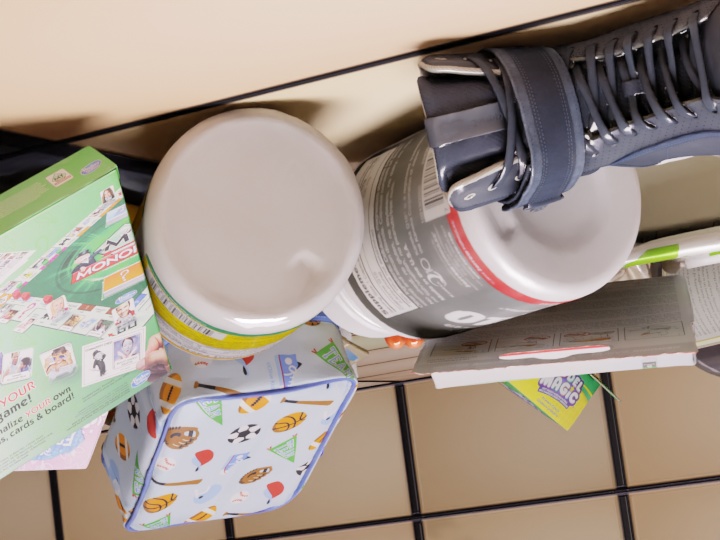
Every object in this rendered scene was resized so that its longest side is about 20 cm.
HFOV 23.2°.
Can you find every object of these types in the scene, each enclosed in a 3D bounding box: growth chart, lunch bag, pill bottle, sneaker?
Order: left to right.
[{"bbox_3d":[-0.090,0.107,1.225,0.159,0.076,0.201,-8,149,-27],"label":"lunch bag"},{"bbox_3d":[-0.069,-0.011,0.951,0.112,0.114,0.200,-6,172,-13],"label":"pill bottle"},{"bbox_3d":[0.053,-0.024,0.971,0.113,0.115,0.200,-4,171,-29],"label":"pill bottle"},{"bbox_3d":[0.108,-0.076,0.780,0.145,0.078,0.202,-8,174,-20],"label":"sneaker"},{"bbox_3d":[0.221,-0.016,1.028,0.143,0.018,0.200,-10,176,23],"label":"growth chart"}]

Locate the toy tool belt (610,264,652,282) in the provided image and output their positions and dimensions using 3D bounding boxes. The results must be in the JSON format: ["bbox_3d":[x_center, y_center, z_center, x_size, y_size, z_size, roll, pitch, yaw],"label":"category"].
[{"bbox_3d":[0.142,0.001,1.249,0.122,0.126,0.200,-17,171,10],"label":"toy tool belt"}]

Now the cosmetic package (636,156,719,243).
[{"bbox_3d":[0.220,-0.061,1.032,0.198,0.074,0.104,-8,174,7],"label":"cosmetic package"}]

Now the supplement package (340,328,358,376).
[{"bbox_3d":[-0.117,0.046,1.338,0.198,0.115,0.109,-3,170,-28],"label":"supplement package"}]

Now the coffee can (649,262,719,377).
[{"bbox_3d":[0.326,-0.005,1.291,0.145,0.148,0.200,-5,172,-24],"label":"coffee can"}]

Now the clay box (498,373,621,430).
[{"bbox_3d":[0.086,0.042,1.242,0.115,0.048,0.200,39,178,-40],"label":"clay box"}]

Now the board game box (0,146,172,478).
[{"bbox_3d":[-0.190,0.044,0.843,0.199,0.136,0.029,-32,-137,-25],"label":"board game box"}]

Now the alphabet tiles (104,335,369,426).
[{"bbox_3d":[-0.091,0.082,1.263,0.166,0.006,0.200,-30,150,18],"label":"alphabet tiles"}]

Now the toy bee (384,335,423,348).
[{"bbox_3d":[0.000,0.000,1.141,0.130,0.110,0.200,-2,171,-26],"label":"toy bee"}]

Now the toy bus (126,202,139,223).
[{"bbox_3d":[-0.161,-0.004,1.045,0.064,0.079,0.200,-9,173,15],"label":"toy bus"}]

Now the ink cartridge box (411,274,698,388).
[{"bbox_3d":[0.118,0.050,1.035,0.159,0.051,0.200,-6,-168,9],"label":"ink cartridge box"}]

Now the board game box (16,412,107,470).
[{"bbox_3d":[-0.270,0.040,0.943,0.199,0.044,0.199,5,-155,-49],"label":"board game box"}]
